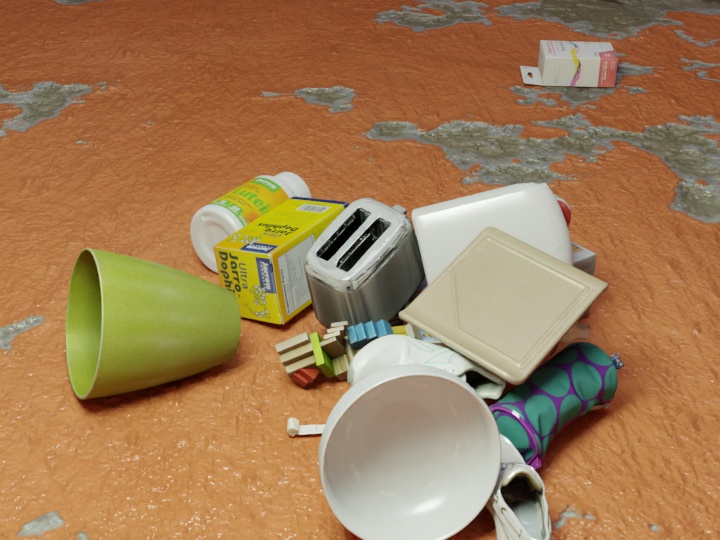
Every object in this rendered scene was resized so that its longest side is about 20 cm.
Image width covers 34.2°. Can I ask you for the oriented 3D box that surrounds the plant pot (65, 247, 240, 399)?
[{"bbox_3d":[-0.263,0.071,1.517,0.197,0.190,0.187,3,25,-28],"label":"plant pot"}]

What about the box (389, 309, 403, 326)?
[{"bbox_3d":[0.053,0.031,1.686,0.197,0.035,0.111,-13,46,-23],"label":"box"}]

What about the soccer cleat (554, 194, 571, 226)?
[{"bbox_3d":[0.197,-0.058,1.633,0.197,0.069,0.085,-19,20,10],"label":"soccer cleat"}]

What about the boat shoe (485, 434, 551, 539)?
[{"bbox_3d":[0.172,0.240,1.278,0.070,0.070,0.201,2,35,-15],"label":"boat shoe"}]

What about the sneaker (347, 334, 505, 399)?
[{"bbox_3d":[0.081,0.119,1.372,0.197,0.072,0.080,0,18,-23],"label":"sneaker"}]

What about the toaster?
[{"bbox_3d":[0.000,0.000,1.575,0.113,0.130,0.200,28,62,32],"label":"toaster"}]

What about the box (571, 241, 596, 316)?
[{"bbox_3d":[0.230,-0.003,1.706,0.111,0.103,0.199,-19,34,-32],"label":"box"}]

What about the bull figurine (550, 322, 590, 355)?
[{"bbox_3d":[0.206,0.086,1.507,0.198,0.066,0.121,-19,-7,26],"label":"bull figurine"}]

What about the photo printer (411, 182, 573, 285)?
[{"bbox_3d":[0.181,-0.022,1.556,0.197,0.169,0.069,-12,5,7],"label":"photo printer"}]

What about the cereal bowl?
[{"bbox_3d":[0.049,0.191,1.264,0.197,0.203,0.083,-3,16,-6],"label":"cereal bowl"}]

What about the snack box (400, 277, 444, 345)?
[{"bbox_3d":[0.087,0.027,1.647,0.071,0.024,0.202,1,49,-14],"label":"snack box"}]

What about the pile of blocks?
[{"bbox_3d":[-0.009,0.111,1.522,0.197,0.082,0.063,-10,60,-13],"label":"pile of blocks"}]

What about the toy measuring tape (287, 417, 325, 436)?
[{"bbox_3d":[0.009,0.168,1.428,0.196,0.075,0.074,0,29,-2],"label":"toy measuring tape"}]

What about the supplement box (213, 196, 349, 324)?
[{"bbox_3d":[-0.106,-0.019,1.708,0.108,0.110,0.200,7,28,33],"label":"supplement box"}]

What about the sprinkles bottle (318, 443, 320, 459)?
[{"bbox_3d":[0.052,0.205,1.363,0.197,0.069,0.068,-13,31,-23],"label":"sprinkles bottle"}]

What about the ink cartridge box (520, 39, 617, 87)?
[{"bbox_3d":[0.451,-0.452,2.552,0.196,0.068,0.117,1,29,1],"label":"ink cartridge box"}]

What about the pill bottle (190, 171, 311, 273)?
[{"bbox_3d":[-0.164,-0.082,1.831,0.110,0.113,0.200,17,33,28],"label":"pill bottle"}]

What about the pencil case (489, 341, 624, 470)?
[{"bbox_3d":[0.236,0.162,1.427,0.199,0.085,0.093,-29,75,-40],"label":"pencil case"}]

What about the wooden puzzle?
[{"bbox_3d":[0.174,0.041,1.424,0.184,0.038,0.200,29,55,33],"label":"wooden puzzle"}]
